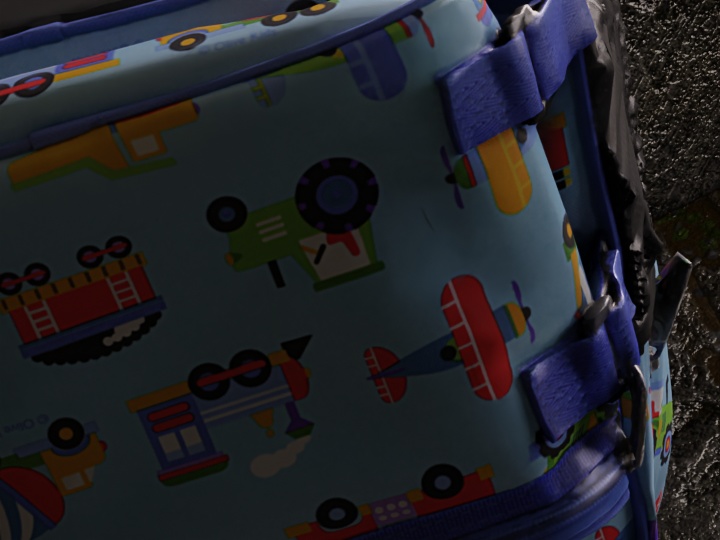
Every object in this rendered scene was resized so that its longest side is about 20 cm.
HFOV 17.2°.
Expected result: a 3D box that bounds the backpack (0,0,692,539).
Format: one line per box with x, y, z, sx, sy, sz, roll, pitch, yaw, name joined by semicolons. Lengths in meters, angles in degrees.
-0.024;0.028;0.463;0.135;0.182;0.201;-95;171;-62;backpack
